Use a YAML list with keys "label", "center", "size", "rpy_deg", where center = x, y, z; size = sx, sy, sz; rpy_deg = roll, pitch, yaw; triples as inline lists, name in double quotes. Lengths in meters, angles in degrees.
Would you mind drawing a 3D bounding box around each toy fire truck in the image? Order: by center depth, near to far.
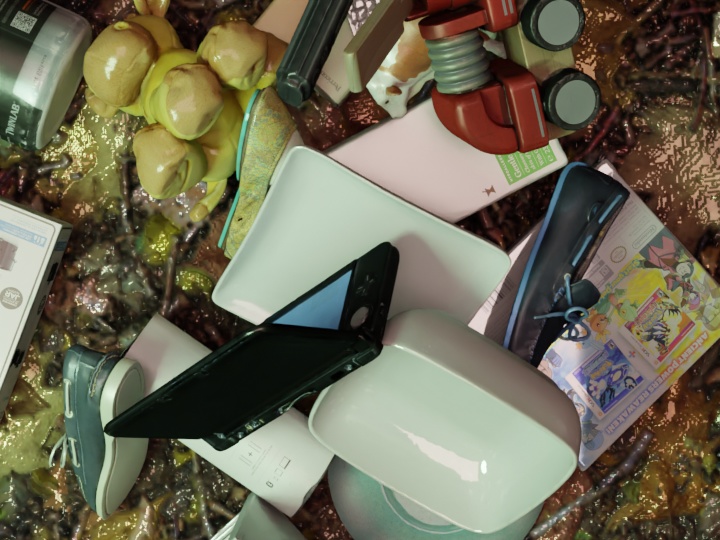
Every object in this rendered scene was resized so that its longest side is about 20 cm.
- label: "toy fire truck"
  center: [0.074, -0.166, 1.347]
  size: [0.198, 0.129, 0.178]
  rpy_deg: [-19, 111, -11]

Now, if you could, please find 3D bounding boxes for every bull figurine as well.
- label: "bull figurine"
  center: [0.066, -0.222, 1.427]
  size: [0.120, 0.065, 0.202]
  rpy_deg: [1, 101, -26]

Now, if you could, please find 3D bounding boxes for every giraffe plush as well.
- label: "giraffe plush"
  center: [-0.159, -0.157, 1.459]
  size: [0.162, 0.200, 0.173]
  rpy_deg: [39, 83, 16]

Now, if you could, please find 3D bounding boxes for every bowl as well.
- label: "bowl"
  center: [0.072, 0.114, 1.424]
  size: [0.199, 0.200, 0.075]
  rpy_deg: [30, 54, -7]

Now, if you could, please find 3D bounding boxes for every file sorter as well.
- label: "file sorter"
  center: [-0.091, 0.289, 1.451]
  size: [0.124, 0.200, 0.139]
  rpy_deg: [-41, 92, 5]

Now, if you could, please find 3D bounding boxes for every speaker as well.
- label: "speaker"
  center: [-0.119, 0.123, 1.501]
  size: [0.199, 0.081, 0.082]
  rpy_deg: [34, 91, -2]

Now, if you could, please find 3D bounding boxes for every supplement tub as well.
- label: "supplement tub"
  center: [-0.336, -0.193, 1.466]
  size: [0.198, 0.123, 0.124]
  rpy_deg: [24, 91, -2]

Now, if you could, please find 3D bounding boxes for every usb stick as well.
- label: "usb stick"
  center: [-0.018, -0.226, 1.400]
  size: [0.032, 0.056, 0.202]
  rpy_deg: [22, 75, 2]

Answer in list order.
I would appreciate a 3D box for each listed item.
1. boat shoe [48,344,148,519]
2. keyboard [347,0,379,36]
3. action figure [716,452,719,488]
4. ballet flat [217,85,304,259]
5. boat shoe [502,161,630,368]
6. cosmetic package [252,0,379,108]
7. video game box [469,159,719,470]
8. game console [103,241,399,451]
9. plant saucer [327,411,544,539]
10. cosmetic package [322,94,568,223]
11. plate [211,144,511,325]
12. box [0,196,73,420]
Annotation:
- label: "boat shoe"
  center: [-0.221, 0.136, 1.464]
  size: [0.061, 0.201, 0.075]
  rpy_deg: [23, 55, 12]
- label: "keyboard"
  center: [-0.006, -0.283, 1.452]
  size: [0.056, 0.011, 0.202]
  rpy_deg: [-19, 93, -1]
- label: "action figure"
  center: [0.362, 0.102, 1.495]
  size: [0.101, 0.119, 0.202]
  rpy_deg: [9, 101, 8]
- label: "ballet flat"
  center: [-0.072, -0.073, 1.453]
  size: [0.070, 0.201, 0.071]
  rpy_deg: [7, 51, -9]
- label: "boat shoe"
  center: [0.169, 0.010, 1.448]
  size: [0.068, 0.084, 0.202]
  rpy_deg: [19, 89, 8]
- label: "cosmetic package"
  center: [0.006, -0.248, 1.495]
  size: [0.105, 0.071, 0.201]
  rpy_deg: [39, 91, -2]
- label: "video game box"
  center: [0.200, 0.038, 1.515]
  size: [0.200, 0.047, 0.182]
  rpy_deg: [-43, 90, -4]
- label: "game console"
  center: [-0.083, 0.053, 1.364]
  size: [0.116, 0.177, 0.199]
  rpy_deg: [38, 131, -24]
- label: "plant saucer"
  center: [0.069, 0.172, 1.526]
  size: [0.199, 0.039, 0.203]
  rpy_deg: [0, 91, 0]
- label: "cosmetic package"
  center: [0.063, -0.092, 1.495]
  size: [0.199, 0.085, 0.108]
  rpy_deg: [-29, 96, -1]
- label: "plate"
  center: [0.000, 0.000, 1.438]
  size: [0.198, 0.032, 0.201]
  rpy_deg: [28, 133, -5]
- label: "box"
  center: [-0.337, 0.034, 1.504]
  size: [0.116, 0.060, 0.202]
  rpy_deg: [22, 92, -1]
